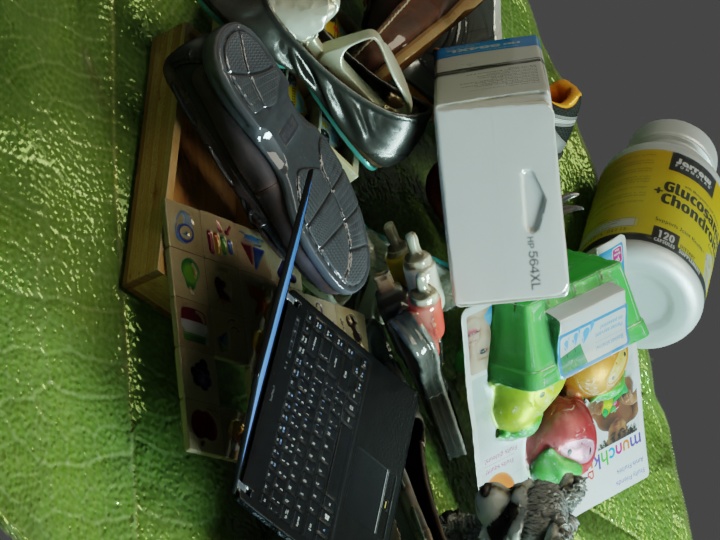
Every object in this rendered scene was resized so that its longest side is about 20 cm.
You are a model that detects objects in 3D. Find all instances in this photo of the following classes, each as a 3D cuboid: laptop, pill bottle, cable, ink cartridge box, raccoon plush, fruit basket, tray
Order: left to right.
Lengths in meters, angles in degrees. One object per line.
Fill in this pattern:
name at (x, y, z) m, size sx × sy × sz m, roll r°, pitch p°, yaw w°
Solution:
tray at (-0.104, -0.055, 1.589) m, size 0.098 × 0.037 × 0.201 m, roll 36°, pitch 44°, yaw -39°
laptop at (-0.012, 0.073, 1.504) m, size 0.200 × 0.103 × 0.178 m, roll 40°, pitch 42°, yaw -26°
cable at (0.056, 0.064, 1.663) m, size 0.097 × 0.050 × 0.201 m, roll -115°, pitch 180°, yaw -53°
ink cartridge box at (0.098, -0.074, 1.697) m, size 0.200 × 0.084 × 0.147 m, roll -79°, pitch 163°, yaw -74°
raccoon plush at (0.133, 0.213, 1.682) m, size 0.200 × 0.133 × 0.097 m, roll 37°, pitch 43°, yaw -39°
fruit basket at (0.150, 0.094, 1.763) m, size 0.185 × 0.093 × 0.202 m, roll -22°, pitch 108°, yaw -38°
pill bottle at (0.247, -0.037, 2.016) m, size 0.112 × 0.112 × 0.201 m, roll 50°, pitch 37°, yaw -25°

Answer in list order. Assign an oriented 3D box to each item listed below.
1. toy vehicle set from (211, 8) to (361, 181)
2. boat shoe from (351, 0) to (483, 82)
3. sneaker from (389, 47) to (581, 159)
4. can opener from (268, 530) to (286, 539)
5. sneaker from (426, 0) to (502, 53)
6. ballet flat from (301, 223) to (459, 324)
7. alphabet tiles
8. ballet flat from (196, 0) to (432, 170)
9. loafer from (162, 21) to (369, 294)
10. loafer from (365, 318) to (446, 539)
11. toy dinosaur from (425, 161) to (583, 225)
toy vehicle set at (-0.050, -0.152, 1.676) m, size 0.124 × 0.026 × 0.201 m, roll 43°, pitch 26°, yaw -25°
boat shoe at (0.034, -0.192, 1.751) m, size 0.070 × 0.070 × 0.200 m, roll 51°, pitch 32°, yaw -5°
sneaker at (0.090, -0.139, 1.846) m, size 0.199 × 0.078 × 0.078 m, roll 22°, pitch 15°, yaw -40°
can opener at (-0.051, 0.217, 1.505) m, size 0.201 × 0.052 × 0.067 m, roll -67°, pitch 161°, yaw -46°
sneaker at (0.062, -0.239, 1.902) m, size 0.099 × 0.070 × 0.202 m, roll 23°, pitch 57°, yaw -54°
ballet flat at (0.000, 0.000, 1.695) m, size 0.199 × 0.071 × 0.072 m, roll 29°, pitch 49°, yaw -42°
alphabet tiles at (-0.054, 0.054, 1.558) m, size 0.199 × 0.008 × 0.168 m, roll 21°, pitch 55°, yaw -49°
ballet flat at (-0.026, -0.152, 1.601) m, size 0.200 × 0.068 × 0.068 m, roll 42°, pitch 24°, yaw -26°
loafer at (-0.061, -0.070, 1.576) m, size 0.201 × 0.063 × 0.072 m, roll 61°, pitch 40°, yaw -20°
loafer at (0.028, 0.124, 1.648) m, size 0.072 × 0.063 × 0.201 m, roll 18°, pitch 57°, yaw -51°
toy dinosaur at (0.117, -0.003, 1.838) m, size 0.181 × 0.105 × 0.201 m, roll 31°, pitch 56°, yaw -18°
